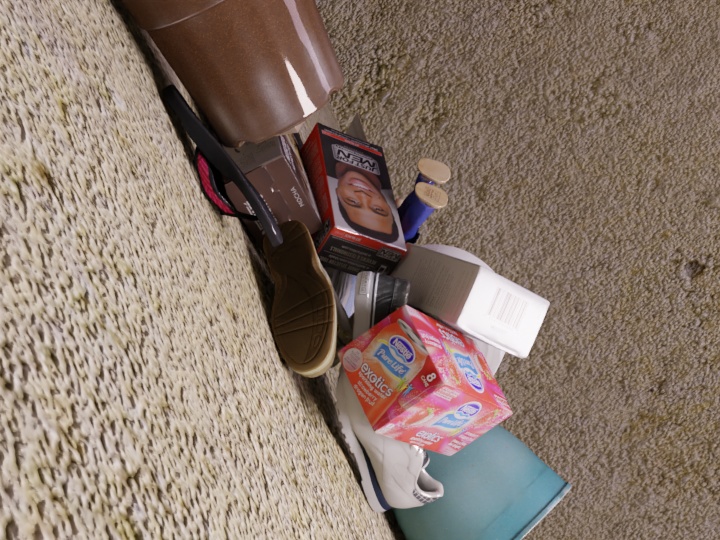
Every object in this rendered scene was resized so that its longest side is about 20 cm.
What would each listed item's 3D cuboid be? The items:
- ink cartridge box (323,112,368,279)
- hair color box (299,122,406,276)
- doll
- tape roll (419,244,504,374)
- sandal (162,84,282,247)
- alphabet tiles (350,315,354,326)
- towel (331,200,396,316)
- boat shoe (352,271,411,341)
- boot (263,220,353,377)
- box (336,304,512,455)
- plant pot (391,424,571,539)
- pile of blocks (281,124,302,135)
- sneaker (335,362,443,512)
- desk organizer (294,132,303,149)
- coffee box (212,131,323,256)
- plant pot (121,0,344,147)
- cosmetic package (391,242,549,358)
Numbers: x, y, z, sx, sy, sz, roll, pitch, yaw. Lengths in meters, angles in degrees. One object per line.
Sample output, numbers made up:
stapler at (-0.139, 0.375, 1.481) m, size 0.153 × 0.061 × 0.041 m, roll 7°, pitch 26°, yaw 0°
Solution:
ink cartridge box at (-0.020, -0.084, 1.798) m, size 0.057 × 0.201 × 0.163 m, roll 22°, pitch 28°, yaw -26°
hair color box at (-0.013, -0.082, 1.605) m, size 0.100 × 0.061 × 0.201 m, roll 18°, pitch 37°, yaw -25°
doll at (0.050, -0.042, 1.637) m, size 0.201 × 0.048 × 0.138 m, roll 119°, pitch -16°, yaw -49°
tape roll at (0.099, 0.070, 1.768) m, size 0.204 × 0.200 × 0.071 m, roll 64°, pitch 30°, yaw -16°
sandal at (-0.149, -0.100, 1.376) m, size 0.201 × 0.045 × 0.075 m, roll 52°, pitch -1°, yaw 4°
alphabet tiles at (-0.023, 0.011, 1.943) m, size 0.197 × 0.014 × 0.202 m, roll -103°, pitch -176°, yaw -50°
towel at (0.000, 0.000, 1.715) m, size 0.200 × 0.024 × 0.149 m, roll -46°, pitch 153°, yaw -63°
boat shoe at (0.029, 0.083, 1.501) m, size 0.201 × 0.070 × 0.073 m, roll 87°, pitch 13°, yaw -50°
boot at (-0.048, 0.063, 1.464) m, size 0.155 × 0.071 × 0.202 m, roll 67°, pitch 6°, yaw -48°
box at (0.072, 0.121, 1.426) m, size 0.200 × 0.095 × 0.101 m, roll 29°, pitch 31°, yaw -59°
plant pot at (0.118, 0.257, 1.604) m, size 0.188 × 0.200 × 0.200 m, roll 47°, pitch 2°, yaw 11°
pile of blocks at (-0.139, -0.204, 1.529) m, size 0.199 × 0.082 × 0.063 m, roll 18°, pitch -34°, yaw 46°
sneaker at (0.030, 0.178, 1.483) m, size 0.077 × 0.079 × 0.202 m, roll -65°, pitch 140°, yaw -52°
desk organizer at (-0.090, -0.106, 1.784) m, size 0.201 × 0.071 × 0.078 m, roll -107°, pitch 173°, yaw -52°
coffee box at (-0.114, -0.126, 1.568) m, size 0.201 × 0.079 × 0.114 m, roll -108°, pitch 172°, yaw -54°
plant pot at (-0.121, -0.249, 1.365) m, size 0.200 × 0.198 × 0.201 m, roll 61°, pitch 7°, yaw -23°
cosmetic package at (0.114, 0.031, 1.494) m, size 0.101 × 0.075 × 0.200 m, roll 27°, pitch -4°, yaw -22°
